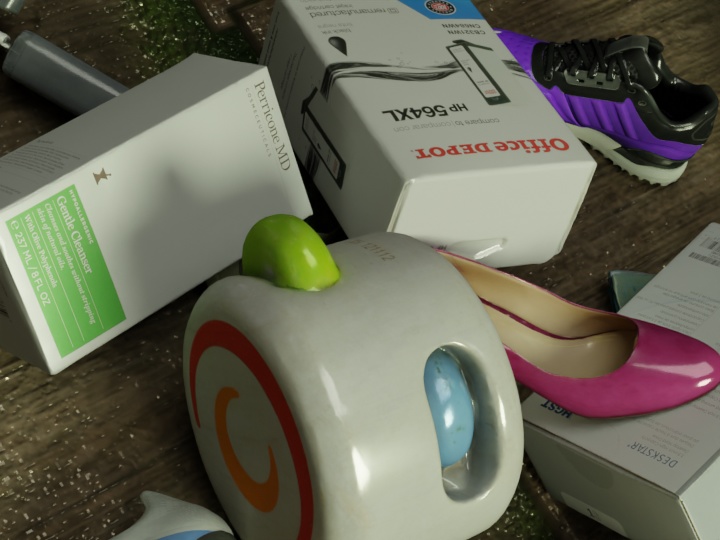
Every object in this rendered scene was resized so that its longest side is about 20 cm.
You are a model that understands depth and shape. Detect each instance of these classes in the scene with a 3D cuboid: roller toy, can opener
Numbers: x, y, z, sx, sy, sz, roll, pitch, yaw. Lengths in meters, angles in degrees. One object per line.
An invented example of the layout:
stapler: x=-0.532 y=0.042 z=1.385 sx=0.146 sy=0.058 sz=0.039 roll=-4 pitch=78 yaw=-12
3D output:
roller toy: x=-0.002 y=0.077 z=0.889 sx=0.139 sy=0.200 sz=0.183 roll=-18 pitch=60 yaw=-28
can opener: x=-0.202 y=-0.142 z=1.017 sx=0.200 sy=0.053 sz=0.067 roll=34 pitch=92 yaw=-5

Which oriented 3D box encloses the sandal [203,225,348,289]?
sandal: x=-0.001 y=0.001 z=1.026 sx=0.200 sy=0.057 sz=0.080 roll=0 pitch=64 yaw=-22

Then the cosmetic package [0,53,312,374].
cosmetic package: x=-0.138 y=-0.039 z=0.949 sx=0.200 sy=0.085 sz=0.108 roll=-34 pitch=120 yaw=-28

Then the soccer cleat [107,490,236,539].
soccer cleat: x=-0.150 y=0.205 z=0.865 sx=0.086 sy=0.070 sz=0.200 roll=27 pitch=62 yaw=38

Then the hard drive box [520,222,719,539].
hard drive box: x=0.218 y=0.074 z=0.983 sx=0.200 sy=0.156 sz=0.077 roll=-40 pitch=122 yaw=-18

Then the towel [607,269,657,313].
towel: x=0.268 y=0.076 z=1.116 sx=0.199 sy=0.022 sz=0.147 roll=6 pitch=63 yaw=-21

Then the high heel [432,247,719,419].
high heel: x=0.111 y=0.032 z=0.935 sx=0.199 sy=0.096 sz=0.068 roll=2 pitch=47 yaw=17

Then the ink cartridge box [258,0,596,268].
ink cartridge box: x=0.038 y=-0.096 z=1.037 sx=0.145 sy=0.085 sz=0.200 roll=-7 pitch=46 yaw=-29

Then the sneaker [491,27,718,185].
sneaker: x=0.167 y=-0.140 z=1.139 sx=0.199 sy=0.100 sz=0.070 roll=21 pitch=56 yaw=-11
